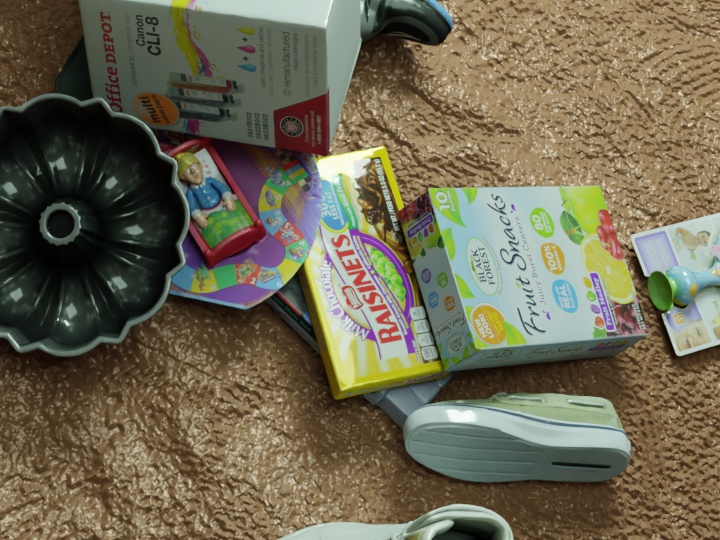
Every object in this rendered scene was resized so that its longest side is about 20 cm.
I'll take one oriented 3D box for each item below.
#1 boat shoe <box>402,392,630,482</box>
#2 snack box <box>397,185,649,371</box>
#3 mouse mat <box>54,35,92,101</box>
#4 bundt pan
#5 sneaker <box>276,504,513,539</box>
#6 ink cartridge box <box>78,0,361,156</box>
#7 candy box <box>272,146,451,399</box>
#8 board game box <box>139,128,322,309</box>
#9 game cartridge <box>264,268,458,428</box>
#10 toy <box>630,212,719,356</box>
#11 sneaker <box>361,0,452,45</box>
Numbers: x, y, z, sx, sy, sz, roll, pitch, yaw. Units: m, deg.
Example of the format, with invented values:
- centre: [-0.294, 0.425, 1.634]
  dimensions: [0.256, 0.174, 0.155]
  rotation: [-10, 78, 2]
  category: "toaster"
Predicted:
- centre: [0.125, 0.132, 1.677]
  dimensions: [0.198, 0.072, 0.062]
  rotation: [9, 44, -20]
  category: "boat shoe"
- centre: [0.138, 0.004, 1.703]
  dimensions: [0.199, 0.053, 0.143]
  rotation: [-2, 67, -38]
  category: "snack box"
- centre: [-0.150, -0.187, 1.745]
  dimensions: [0.160, 0.008, 0.201]
  rotation: [29, 61, -5]
  category: "mouse mat"
- centre: [-0.229, -0.031, 1.590]
  dimensions: [0.200, 0.076, 0.204]
  rotation: [0, 84, -1]
  category: "bundt pan"
- centre: [0.017, 0.216, 1.571]
  dimensions: [0.198, 0.116, 0.074]
  rotation: [-6, 72, -19]
  category: "sneaker"
- centre: [-0.108, -0.202, 1.624]
  dimensions: [0.198, 0.146, 0.145]
  rotation: [9, 51, 8]
  category: "ink cartridge box"
- centre: [0.000, 0.000, 1.670]
  dimensions: [0.101, 0.026, 0.202]
  rotation: [-11, 72, -18]
  category: "candy box"
- centre: [-0.131, -0.060, 1.644]
  dimensions: [0.198, 0.039, 0.159]
  rotation: [12, 71, 7]
  category: "board game box"
- centre: [0.004, 0.021, 1.695]
  dimensions: [0.200, 0.038, 0.130]
  rotation: [43, 58, 3]
  category: "game cartridge"
- centre: [0.346, -0.005, 1.809]
  dimensions: [0.198, 0.047, 0.116]
  rotation: [-15, 75, -22]
  category: "toy"
- centre: [-0.020, -0.212, 1.761]
  dimensions: [0.198, 0.071, 0.084]
  rotation: [5, 73, -11]
  category: "sneaker"
